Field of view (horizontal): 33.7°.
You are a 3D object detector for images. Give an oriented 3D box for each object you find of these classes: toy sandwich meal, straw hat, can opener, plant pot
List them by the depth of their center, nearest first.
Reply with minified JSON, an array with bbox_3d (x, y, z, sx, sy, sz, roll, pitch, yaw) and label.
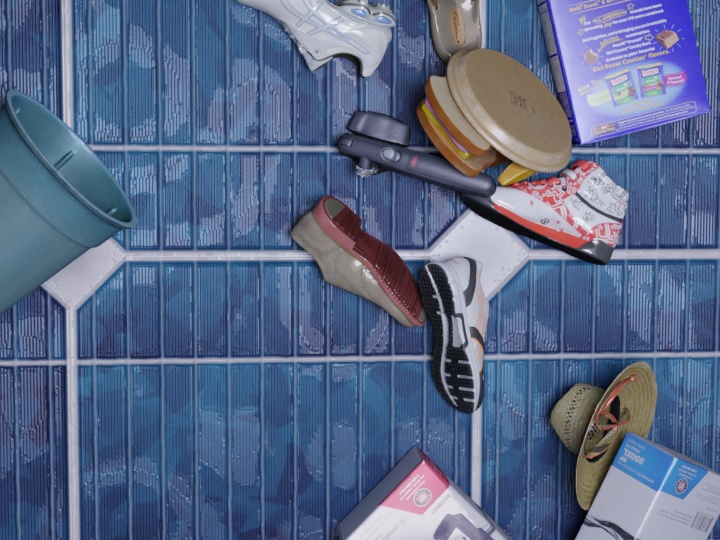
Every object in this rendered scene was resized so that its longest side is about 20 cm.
[{"bbox_3d":[-0.390,-0.062,1.331,0.196,0.200,0.200,-40,97,7],"label":"plant pot"},{"bbox_3d":[0.161,-0.175,1.398,0.205,0.205,0.070,38,128,-8],"label":"toy sandwich meal"},{"bbox_3d":[0.066,-0.128,1.404,0.199,0.063,0.079,22,99,16],"label":"can opener"},{"bbox_3d":[0.280,0.185,1.459,0.085,0.201,0.202,23,92,34],"label":"straw hat"}]

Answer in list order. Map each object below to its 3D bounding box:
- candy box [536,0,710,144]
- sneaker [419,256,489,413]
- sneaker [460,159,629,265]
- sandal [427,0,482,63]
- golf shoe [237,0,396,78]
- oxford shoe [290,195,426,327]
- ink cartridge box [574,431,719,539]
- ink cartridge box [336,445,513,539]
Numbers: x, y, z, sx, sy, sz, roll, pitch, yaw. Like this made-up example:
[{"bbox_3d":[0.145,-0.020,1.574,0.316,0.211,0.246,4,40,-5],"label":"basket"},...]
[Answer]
[{"bbox_3d":[0.314,-0.268,1.436,0.168,0.077,0.201,-14,97,-4],"label":"candy box"},{"bbox_3d":[0.130,0.077,1.447,0.080,0.074,0.201,-22,112,-39],"label":"sneaker"},{"bbox_3d":[0.228,-0.092,1.449,0.201,0.067,0.108,23,83,-3],"label":"sneaker"},{"bbox_3d":[0.105,-0.344,1.419,0.080,0.054,0.201,-14,96,-5],"label":"sandal"},{"bbox_3d":[-0.062,-0.286,1.399,0.199,0.078,0.098,15,99,-6],"label":"golf shoe"},{"bbox_3d":[0.000,0.000,1.441,0.075,0.071,0.200,-35,104,29],"label":"oxford shoe"},{"bbox_3d":[0.348,0.316,1.452,0.144,0.084,0.201,25,91,-41],"label":"ink cartridge box"},{"bbox_3d":[0.092,0.340,1.456,0.200,0.084,0.145,45,90,-7],"label":"ink cartridge box"}]
